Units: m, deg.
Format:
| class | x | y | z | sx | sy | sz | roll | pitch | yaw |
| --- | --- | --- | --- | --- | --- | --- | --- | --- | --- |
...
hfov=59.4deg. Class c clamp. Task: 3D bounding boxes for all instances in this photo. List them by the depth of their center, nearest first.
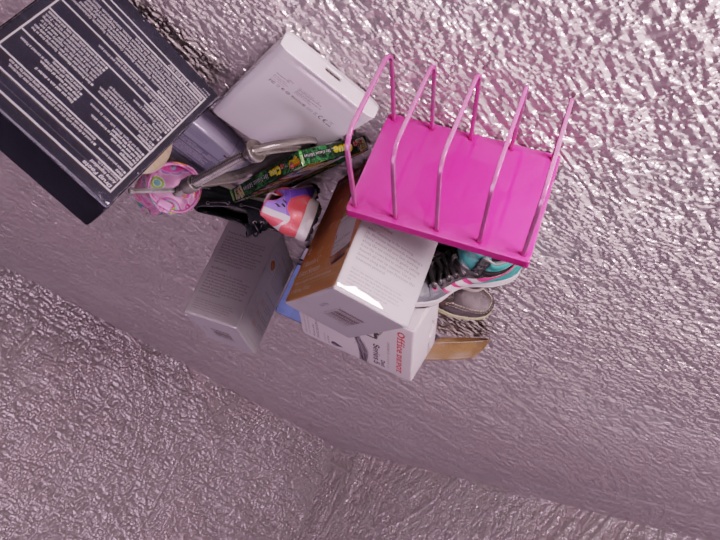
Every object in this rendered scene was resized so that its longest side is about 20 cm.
| class | x | y | z | sx | sy | sz | roll | pitch | yaw |
| --- | --- | --- | --- | --- | --- | --- | --- | --- | --- |
| c clamp | -0.156 | -0.125 | 0.780 | 0.200 | 0.027 | 0.171 | -17 | 180 | 33 |

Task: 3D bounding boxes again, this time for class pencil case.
| class | x | y | z | sx | sy | sz | roll | pitch | yaw |
| --- | --- | --- | --- | --- | --- | --- | --- | --- | --- |
| pencil case | -0.316 | -0.128 | 1.023 | 0.087 | 0.087 | 0.200 | 33 | 169 | -25 |

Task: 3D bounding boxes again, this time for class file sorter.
| class | x | y | z | sx | sy | sz | roll | pitch | yaw |
| --- | --- | --- | --- | --- | --- | --- | --- | --- | --- |
| file sorter | 0.098 | -0.117 | 0.638 | 0.200 | 0.139 | 0.125 | 17 | 156 | 13 |

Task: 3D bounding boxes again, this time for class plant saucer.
| class | x | y | z | sx | sy | sz | roll | pitch | yaw |
| --- | --- | --- | --- | --- | --- | --- | --- | --- | --- |
| plant saucer | 0.146 | 0.149 | 1.203 | 0.200 | 0.035 | 0.200 | -1 | 177 | 0 |

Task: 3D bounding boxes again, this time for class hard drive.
| class | x | y | z | sx | sy | sz | roll | pitch | yaw |
| --- | --- | --- | --- | --- | --- | --- | --- | --- | --- |
| hard drive | -0.085 | -0.199 | 0.772 | 0.132 | 0.027 | 0.200 | 33 | 155 | -25 |

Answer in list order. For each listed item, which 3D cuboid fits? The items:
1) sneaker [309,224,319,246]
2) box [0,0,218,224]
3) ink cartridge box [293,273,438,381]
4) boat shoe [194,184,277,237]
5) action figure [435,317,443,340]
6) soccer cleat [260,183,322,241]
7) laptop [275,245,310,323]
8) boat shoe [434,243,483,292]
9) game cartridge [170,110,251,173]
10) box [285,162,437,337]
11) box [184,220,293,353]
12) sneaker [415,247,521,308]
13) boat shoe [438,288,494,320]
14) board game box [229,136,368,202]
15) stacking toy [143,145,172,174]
| class | x | y | z | sx | sy | sz | roll | pitch | yaw |
| --- | --- | --- | --- | --- | --- | --- | --- | --- | --- |
| sneaker | 0.000 | 0.000 | 1.061 | 0.200 | 0.088 | 0.075 | 27 | 156 | -15 |
| box | -0.314 | -0.196 | 0.725 | 0.200 | 0.198 | 0.123 | 46 | 150 | -20 |
| ink cartridge box | 0.009 | 0.065 | 0.960 | 0.200 | 0.084 | 0.146 | 22 | 145 | 19 |
| boat shoe | -0.186 | -0.090 | 1.060 | 0.199 | 0.066 | 0.075 | 25 | 157 | -5 |
| action figure | 0.060 | 0.085 | 1.093 | 0.119 | 0.102 | 0.200 | 32 | 138 | -29 |
| soccer cleat | -0.099 | -0.093 | 0.881 | 0.073 | 0.068 | 0.200 | 21 | -166 | -12 |
| laptop | -0.048 | 0.057 | 1.188 | 0.187 | 0.116 | 0.200 | 25 | 169 | -6 |
| boat shoe | 0.102 | -0.025 | 0.950 | 0.200 | 0.067 | 0.057 | 16 | 141 | 4 |
| game cartridge | -0.256 | -0.203 | 0.915 | 0.200 | 0.040 | 0.133 | 38 | 157 | -33 |
| box | 0.012 | -0.031 | 0.810 | 0.106 | 0.200 | 0.152 | 30 | 157 | -20 |
| box | -0.221 | 0.030 | 1.186 | 0.106 | 0.200 | 0.152 | 17 | 157 | 11 |
| sneaker | 0.131 | -0.013 | 0.843 | 0.200 | 0.084 | 0.121 | -15 | 152 | -8 |
| boat shoe | 0.123 | 0.020 | 1.008 | 0.200 | 0.073 | 0.065 | 22 | 163 | 2 |
| board game box | -0.087 | -0.133 | 0.841 | 0.200 | 0.105 | 0.023 | -12 | 100 | 55 |
| stacking toy | -0.366 | -0.194 | 0.901 | 0.200 | 0.085 | 0.085 | 16 | 157 | 30 |
